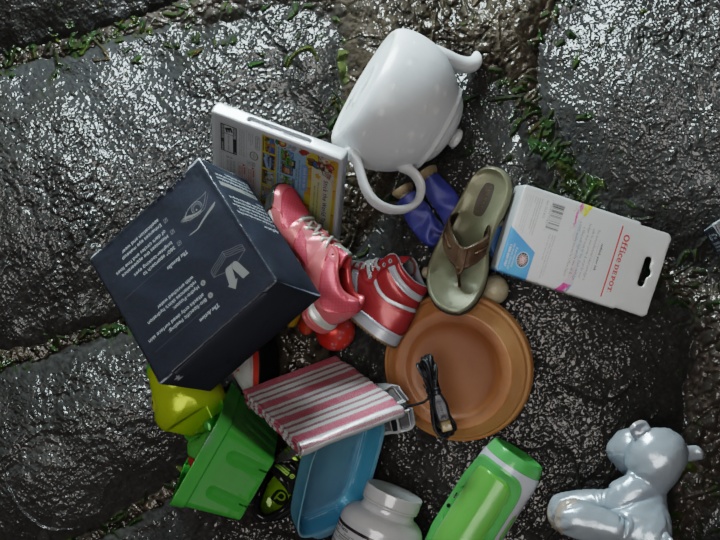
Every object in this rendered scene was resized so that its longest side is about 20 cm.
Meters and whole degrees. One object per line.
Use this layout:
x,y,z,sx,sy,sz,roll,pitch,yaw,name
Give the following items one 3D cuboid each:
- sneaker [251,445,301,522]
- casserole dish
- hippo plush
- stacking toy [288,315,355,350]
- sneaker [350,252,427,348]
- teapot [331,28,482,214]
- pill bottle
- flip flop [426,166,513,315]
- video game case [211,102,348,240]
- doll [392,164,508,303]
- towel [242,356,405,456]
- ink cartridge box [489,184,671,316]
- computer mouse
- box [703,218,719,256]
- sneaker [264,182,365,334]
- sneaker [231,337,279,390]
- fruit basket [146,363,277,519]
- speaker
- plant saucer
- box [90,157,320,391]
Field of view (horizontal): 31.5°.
-0.077,0.256,1.685,0.071,0.083,0.200,36,103,10,sneaker
-0.035,0.260,1.656,0.039,0.121,0.200,39,128,37,casserole dish
0.328,0.263,1.576,0.159,0.200,0.161,18,84,-11,hippo plush
-0.097,0.043,1.706,0.200,0.085,0.086,33,95,5,stacking toy
0.000,0.000,1.676,0.200,0.071,0.113,38,102,20,sneaker
0.063,-0.198,1.634,0.146,0.198,0.200,30,112,-11,teapot
0.010,0.379,1.661,0.112,0.112,0.201,21,93,10,pill bottle
0.137,-0.042,1.617,0.081,0.058,0.201,21,83,17,flip flop
-0.107,-0.116,1.662,0.182,0.200,0.023,21,55,10,video game case
0.130,-0.042,1.678,0.136,0.048,0.200,-35,83,9,doll
-0.049,0.171,1.613,0.146,0.200,0.030,-19,114,-21,towel
0.279,-0.024,1.627,0.199,0.068,0.115,18,91,-4,ink cartridge box
0.040,0.175,1.663,0.200,0.044,0.110,-16,101,43,computer mouse
0.561,-0.022,1.560,0.200,0.124,0.197,-32,82,8,box
-0.051,-0.025,1.620,0.087,0.074,0.201,-24,87,30,sneaker
-0.174,0.092,1.696,0.108,0.067,0.202,9,129,21,sneaker
-0.210,0.207,1.658,0.215,0.216,0.156,31,95,9,fruit basket
0.151,0.319,1.651,0.088,0.088,0.200,33,95,9,speaker
0.124,0.127,1.663,0.199,0.037,0.201,3,99,18,plant saucer
-0.191,0.009,1.566,0.197,0.117,0.200,-40,65,14,box
